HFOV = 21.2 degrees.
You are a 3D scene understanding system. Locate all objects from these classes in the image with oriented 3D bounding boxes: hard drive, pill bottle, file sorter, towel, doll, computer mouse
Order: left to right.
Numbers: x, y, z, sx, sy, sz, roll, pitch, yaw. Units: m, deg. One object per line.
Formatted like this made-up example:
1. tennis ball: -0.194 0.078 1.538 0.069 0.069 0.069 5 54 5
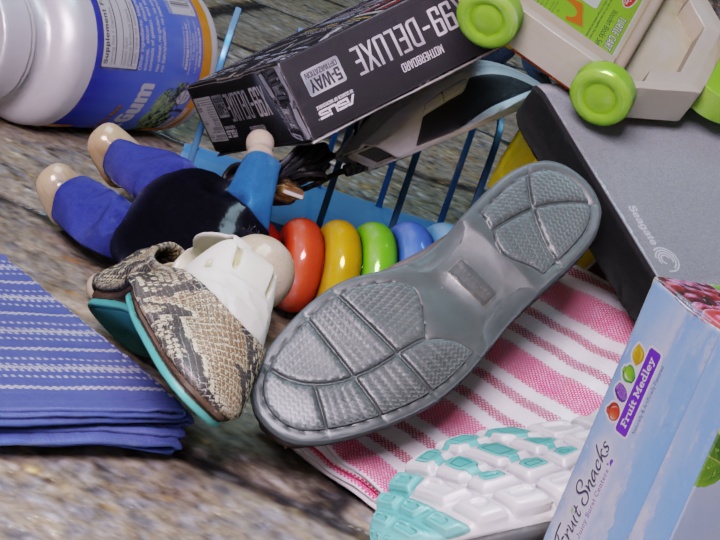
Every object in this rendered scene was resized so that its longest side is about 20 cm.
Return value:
1. towel: -0.182 0.034 0.881 0.144 0.024 0.200 4 19 -39
2. pill bottle: -0.201 -0.155 1.333 0.112 0.113 0.199 29 19 32
3. doll: -0.099 -0.029 1.048 0.200 0.136 0.049 30 -25 50
4. file sorter: -0.015 -0.085 1.293 0.199 0.123 0.139 17 15 -6
5. computer mouse: 0.017 -0.086 1.136 0.199 0.044 0.110 -23 3 -22
6. towel: 0.067 0.053 0.931 0.200 0.030 0.146 -32 46 -33
7. hard drive: 0.190 -0.040 1.008 0.199 0.033 0.140 -6 55 -35

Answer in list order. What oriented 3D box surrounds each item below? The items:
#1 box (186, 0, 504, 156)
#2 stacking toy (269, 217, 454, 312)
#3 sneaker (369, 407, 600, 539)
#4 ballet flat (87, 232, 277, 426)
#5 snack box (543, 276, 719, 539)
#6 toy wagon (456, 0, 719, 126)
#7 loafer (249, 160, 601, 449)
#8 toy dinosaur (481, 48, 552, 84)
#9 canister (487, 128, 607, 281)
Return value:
1. box: -0.001 -0.124 1.118 0.157 0.050 0.200 -28 10 -17
2. stacking toy: 0.000 0.000 1.108 0.199 0.086 0.085 11 17 -16
3. sneaker: 0.095 0.111 0.827 0.199 0.092 0.077 -12 19 -28
4. ballet flat: -0.077 0.014 0.891 0.068 0.075 0.200 49 -8 -18
5. snack box: 0.175 0.099 0.794 0.199 0.170 0.068 9 21 -37
6. toy wagon: 0.135 -0.130 1.002 0.199 0.040 0.155 35 42 0
7. loafer: 0.032 0.025 0.908 0.072 0.200 0.063 51 -21 12
8. toy dinosaur: 0.110 -0.139 1.181 0.200 0.105 0.181 33 -7 -34
9. canister: 0.176 -0.015 1.095 0.199 0.087 0.149 32 10 -7
